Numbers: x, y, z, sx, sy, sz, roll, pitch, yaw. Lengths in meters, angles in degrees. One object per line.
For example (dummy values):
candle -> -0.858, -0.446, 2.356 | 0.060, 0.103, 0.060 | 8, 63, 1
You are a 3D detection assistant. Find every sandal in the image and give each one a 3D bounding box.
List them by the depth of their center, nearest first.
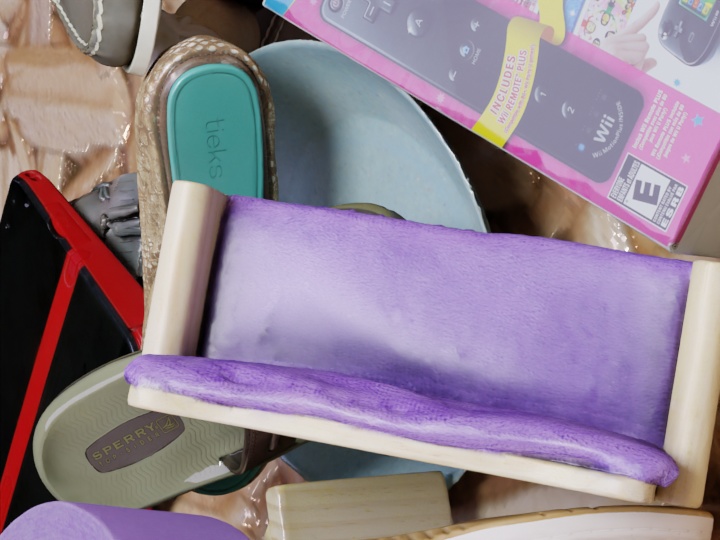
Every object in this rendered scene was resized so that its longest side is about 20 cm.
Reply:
sandal -> -0.049, 0.049, 0.771 | 0.201, 0.080, 0.057 | -34, 9, 21

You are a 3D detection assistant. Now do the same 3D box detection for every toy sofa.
toy sofa -> 0.025, 0.023, 0.670 | 0.200, 0.098, 0.083 | 9, 86, 15
toy sofa -> -0.044, 0.149, 0.819 | 0.200, 0.083, 0.098 | -25, 70, 52

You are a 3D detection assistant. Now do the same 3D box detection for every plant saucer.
plant saucer -> 0.000, 0.000, 0.820 | 0.201, 0.039, 0.201 | 21, 119, 45

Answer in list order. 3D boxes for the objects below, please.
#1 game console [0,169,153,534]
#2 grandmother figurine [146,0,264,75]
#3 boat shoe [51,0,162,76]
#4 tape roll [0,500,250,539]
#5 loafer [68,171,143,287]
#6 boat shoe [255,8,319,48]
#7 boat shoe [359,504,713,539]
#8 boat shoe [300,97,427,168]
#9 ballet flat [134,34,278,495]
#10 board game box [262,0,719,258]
game console -> -0.160, 0.073, 1.036 | 0.177, 0.031, 0.200 | 49, 129, 40
grandmother figurine -> -0.031, -0.156, 0.851 | 0.200, 0.061, 0.121 | -57, 5, 9
boat shoe -> -0.128, -0.153, 0.838 | 0.202, 0.060, 0.072 | -112, 35, -45
tape roll -> -0.096, 0.189, 0.730 | 0.200, 0.066, 0.201 | -24, 61, 52
loafer -> -0.142, -0.010, 1.053 | 0.200, 0.063, 0.072 | -21, 61, 52
boat shoe -> -0.043, -0.047, 0.912 | 0.059, 0.072, 0.200 | 25, 100, 47
boat shoe -> 0.027, 0.122, 0.658 | 0.071, 0.200, 0.069 | 129, 132, -75
boat shoe -> 0.018, -0.128, 0.824 | 0.200, 0.072, 0.072 | -54, 16, 34
ballet flat -> -0.062, -0.004, 0.825 | 0.065, 0.070, 0.200 | -126, 36, -64
board game box -> 0.076, -0.115, 0.700 | 0.200, 0.064, 0.148 | 34, 109, 33
